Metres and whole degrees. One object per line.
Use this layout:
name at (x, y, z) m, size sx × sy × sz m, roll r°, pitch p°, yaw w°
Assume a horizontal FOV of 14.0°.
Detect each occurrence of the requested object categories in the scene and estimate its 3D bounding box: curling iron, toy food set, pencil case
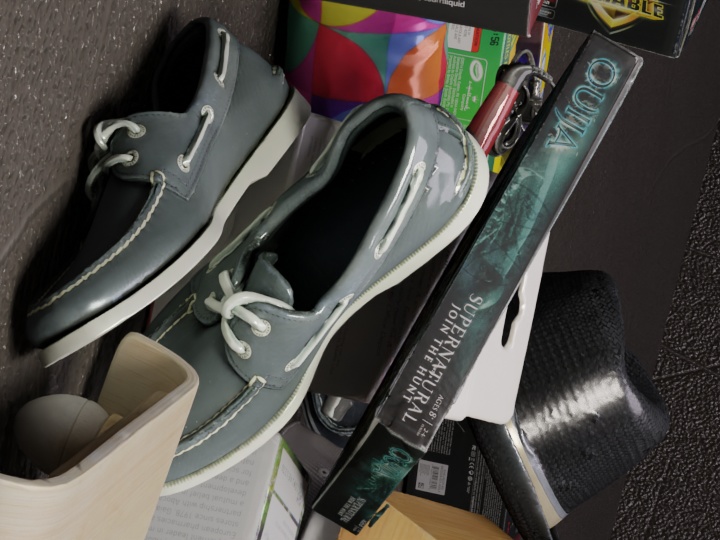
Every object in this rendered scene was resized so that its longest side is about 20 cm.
curling iron at (0.038, -0.015, 1.399) m, size 0.050 × 0.026 × 0.200 m, roll 38°, pitch 80°, yaw -48°
toy food set at (-0.127, 0.109, 1.053) m, size 0.200 × 0.060 × 0.144 m, roll -37°, pitch 149°, yaw -72°
pencil case at (-0.002, -0.059, 1.416) m, size 0.088 × 0.088 × 0.201 m, roll -54°, pitch 154°, yaw -65°

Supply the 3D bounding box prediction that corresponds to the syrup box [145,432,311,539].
syrup box at (-0.086, 0.163, 1.218) m, size 0.079 × 0.081 × 0.201 m, roll 63°, pitch 40°, yaw -70°

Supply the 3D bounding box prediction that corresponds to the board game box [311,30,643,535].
board game box at (0.048, 0.007, 1.235) m, size 0.200 × 0.028 × 0.135 m, roll -60°, pitch -179°, yaw -22°

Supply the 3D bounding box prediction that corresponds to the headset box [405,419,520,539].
headset box at (0.091, 0.111, 2.073) m, size 0.200 × 0.075 × 0.149 m, roll -52°, pitch 151°, yaw -66°

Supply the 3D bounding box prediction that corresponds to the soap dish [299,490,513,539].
soap dish at (0.019, 0.186, 1.353) m, size 0.158 × 0.081 × 0.200 m, roll -69°, pitch 160°, yaw -2°

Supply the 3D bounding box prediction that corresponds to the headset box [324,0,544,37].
headset box at (0.020, -0.177, 1.233) m, size 0.200 × 0.148 × 0.077 m, roll -65°, pitch 162°, yaw -53°

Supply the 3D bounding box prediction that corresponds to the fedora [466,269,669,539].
fedora at (0.101, 0.057, 1.488) m, size 0.201 × 0.091 × 0.201 m, roll -22°, pitch 90°, yaw -85°

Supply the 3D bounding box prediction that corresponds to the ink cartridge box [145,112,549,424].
ink cartridge box at (0.000, 0.000, 1.315) m, size 0.200 × 0.067 × 0.117 m, roll 16°, pitch 86°, yaw -51°

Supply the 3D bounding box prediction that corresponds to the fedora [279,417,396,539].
fedora at (-0.035, 0.140, 1.427) m, size 0.200 × 0.090 × 0.177 m, roll -59°, pitch 158°, yaw -60°

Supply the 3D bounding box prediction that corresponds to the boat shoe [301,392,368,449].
boat shoe at (0.000, -0.002, 1.541) m, size 0.091 × 0.071 × 0.201 m, roll 56°, pitch 41°, yaw -71°

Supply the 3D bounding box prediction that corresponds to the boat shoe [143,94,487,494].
boat shoe at (-0.037, 0.006, 1.162) m, size 0.200 × 0.073 × 0.062 m, roll -43°, pitch 152°, yaw 3°

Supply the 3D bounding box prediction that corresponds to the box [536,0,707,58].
box at (0.071, -0.166, 1.368) m, size 0.159 × 0.199 × 0.046 m, roll -54°, pitch 158°, yaw -64°

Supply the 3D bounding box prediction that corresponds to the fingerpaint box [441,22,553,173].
fingerpaint box at (0.061, -0.099, 1.717) m, size 0.167 × 0.073 × 0.201 m, roll -47°, pitch 147°, yaw -69°

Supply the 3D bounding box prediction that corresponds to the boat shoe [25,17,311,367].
boat shoe at (-0.085, -0.033, 1.134) m, size 0.062 × 0.073 × 0.200 m, roll 52°, pitch 38°, yaw -13°
